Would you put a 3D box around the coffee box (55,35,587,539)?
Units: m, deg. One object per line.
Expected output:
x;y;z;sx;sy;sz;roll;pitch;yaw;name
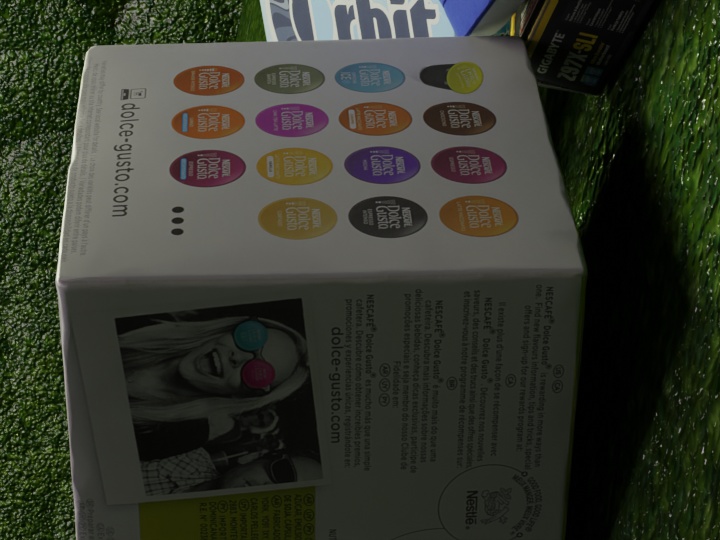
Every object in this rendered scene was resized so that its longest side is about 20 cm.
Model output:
-0.017;0.035;0.902;0.200;0.196;0.202;-95;5;-58;coffee box

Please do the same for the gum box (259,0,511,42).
0.012;-0.128;1.062;0.169;0.044;0.202;12;117;55;gum box

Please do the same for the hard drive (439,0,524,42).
0.026;-0.211;0.911;0.201;0.025;0.132;65;159;10;hard drive

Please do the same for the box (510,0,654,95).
0.113;-0.196;0.918;0.200;0.049;0.161;115;165;-59;box
